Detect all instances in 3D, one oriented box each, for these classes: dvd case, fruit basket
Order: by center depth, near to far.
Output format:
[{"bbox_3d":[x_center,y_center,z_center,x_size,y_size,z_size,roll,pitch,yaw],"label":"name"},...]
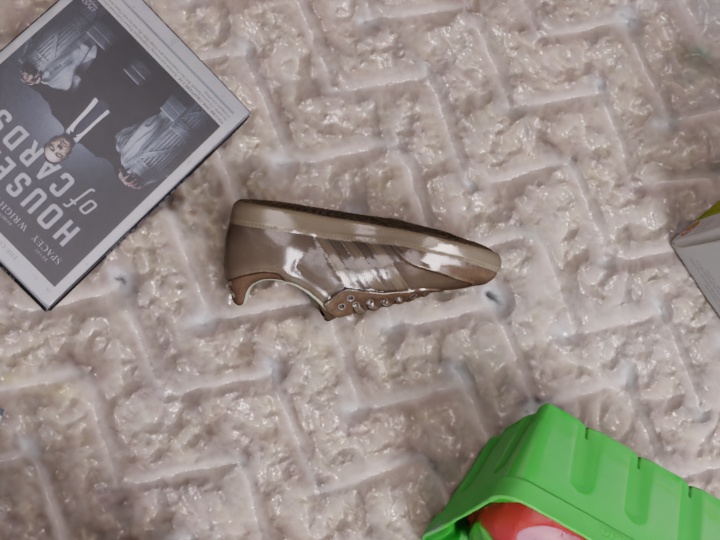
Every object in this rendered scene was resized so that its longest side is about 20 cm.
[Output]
[{"bbox_3d":[0.140,0.226,0.846,0.213,0.156,0.218,10,63,-20],"label":"fruit basket"},{"bbox_3d":[-0.197,-0.095,0.856,0.150,0.025,0.200,45,73,-5],"label":"dvd case"}]

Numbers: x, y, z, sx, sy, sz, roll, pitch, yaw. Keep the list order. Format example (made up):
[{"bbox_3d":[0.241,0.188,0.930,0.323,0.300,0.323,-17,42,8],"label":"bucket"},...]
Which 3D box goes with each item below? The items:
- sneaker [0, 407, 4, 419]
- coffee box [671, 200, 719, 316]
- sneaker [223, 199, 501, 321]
[{"bbox_3d":[-0.325,0.112,0.762,0.198,0.070,0.083,7,78,-17],"label":"sneaker"},{"bbox_3d":[0.399,-0.011,0.914,0.197,0.200,0.201,-36,92,-18],"label":"coffee box"},{"bbox_3d":[0.000,0.000,0.884,0.198,0.070,0.076,10,98,-10],"label":"sneaker"}]
